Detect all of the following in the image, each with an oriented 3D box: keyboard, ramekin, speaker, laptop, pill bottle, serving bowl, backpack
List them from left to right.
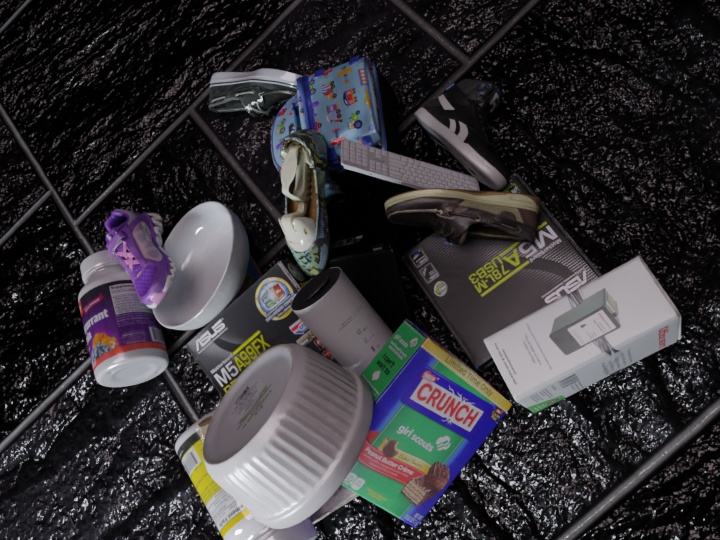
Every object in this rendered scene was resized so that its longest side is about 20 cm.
[{"bbox_3d":[-0.379,0.072,1.145,0.111,0.111,0.200,-28,66,13],"label":"pill bottle"},{"bbox_3d":[-0.231,0.000,1.096,0.200,0.066,0.200,-22,55,36],"label":"serving bowl"},{"bbox_3d":[-0.147,0.284,0.950,0.114,0.114,0.200,-39,70,8],"label":"pill bottle"},{"bbox_3d":[-0.090,0.179,0.834,0.200,0.105,0.200,-41,24,23],"label":"ramekin"},{"bbox_3d":[-0.049,-0.202,1.080,0.200,0.135,0.183,-11,71,20],"label":"backpack"},{"bbox_3d":[0.000,0.000,1.044,0.187,0.116,0.200,-10,42,34],"label":"laptop"},{"bbox_3d":[0.001,0.092,0.936,0.081,0.200,0.081,-33,22,16],"label":"speaker"},{"bbox_3d":[0.069,-0.132,0.976,0.200,0.011,0.056,14,49,-14],"label":"keyboard"}]

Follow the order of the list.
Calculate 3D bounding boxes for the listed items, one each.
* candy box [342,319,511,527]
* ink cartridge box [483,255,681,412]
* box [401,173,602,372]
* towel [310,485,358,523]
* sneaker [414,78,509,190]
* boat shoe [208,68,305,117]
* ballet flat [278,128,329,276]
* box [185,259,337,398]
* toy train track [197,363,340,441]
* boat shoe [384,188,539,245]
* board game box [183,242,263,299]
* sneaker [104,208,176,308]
[{"bbox_3d":[0.062,0.188,0.893,0.200,0.169,0.077,-52,28,-1],"label":"candy box"},{"bbox_3d":[0.265,0.082,0.862,0.200,0.146,0.084,-30,65,11],"label":"ink cartridge box"},{"bbox_3d":[0.186,0.001,0.972,0.200,0.048,0.193,-36,61,9],"label":"box"},{"bbox_3d":[-0.049,0.258,1.000,0.200,0.034,0.133,-36,66,9],"label":"towel"},{"bbox_3d":[0.166,-0.203,1.008,0.112,0.073,0.200,-42,50,4],"label":"sneaker"},{"bbox_3d":[-0.166,-0.285,1.195,0.200,0.072,0.071,6,86,34],"label":"boat shoe"},{"bbox_3d":[-0.083,-0.090,0.980,0.074,0.074,0.200,-1,94,22],"label":"ballet flat"},{"bbox_3d":[-0.128,0.107,1.032,0.200,0.044,0.160,-40,82,17],"label":"box"},{"bbox_3d":[-0.116,0.167,0.945,0.200,0.115,0.033,-21,22,-25],"label":"toy train track"},{"bbox_3d":[0.129,-0.066,0.937,0.200,0.073,0.065,0,76,9],"label":"boat shoe"},{"bbox_3d":[-0.203,0.020,1.140,0.103,0.019,0.200,-39,64,10],"label":"board game box"},{"bbox_3d":[-0.343,-0.025,1.108,0.080,0.088,0.200,-46,46,18],"label":"sneaker"}]
